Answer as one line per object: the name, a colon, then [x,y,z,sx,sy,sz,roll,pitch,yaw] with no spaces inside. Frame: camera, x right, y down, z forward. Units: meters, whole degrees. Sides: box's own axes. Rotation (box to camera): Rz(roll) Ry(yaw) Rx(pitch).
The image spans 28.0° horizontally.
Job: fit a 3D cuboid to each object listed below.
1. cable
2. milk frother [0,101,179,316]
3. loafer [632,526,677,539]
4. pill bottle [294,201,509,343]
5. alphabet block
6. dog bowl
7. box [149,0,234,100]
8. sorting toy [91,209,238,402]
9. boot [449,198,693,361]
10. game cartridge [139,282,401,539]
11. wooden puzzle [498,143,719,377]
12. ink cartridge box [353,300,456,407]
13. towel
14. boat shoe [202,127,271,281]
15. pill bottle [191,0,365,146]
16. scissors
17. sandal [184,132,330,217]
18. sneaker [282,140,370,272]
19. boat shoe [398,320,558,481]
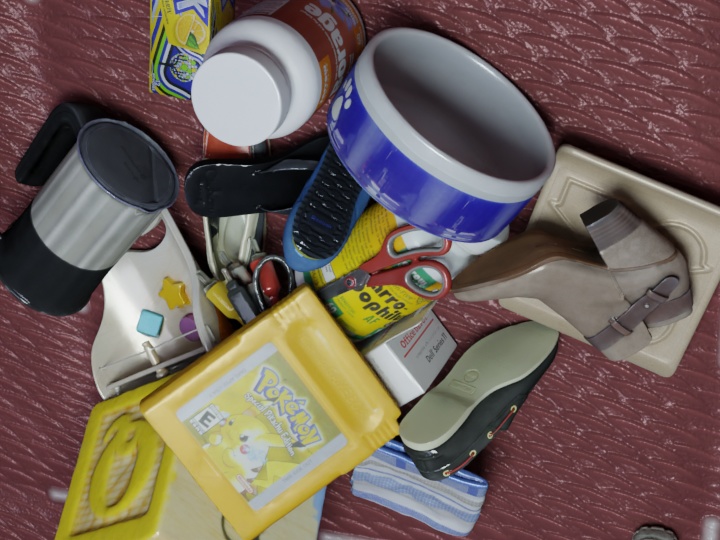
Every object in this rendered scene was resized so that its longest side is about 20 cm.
cable: [-0.082,0.062,1.443,0.097,0.050,0.200,-29,91,13]
milk frother: [-0.325,-0.067,1.455,0.181,0.200,0.188,52,124,11]
loafer: [0.306,0.366,1.524,0.070,0.070,0.201,1,115,19]
pill bottle: [0.042,-0.018,1.406,0.200,0.113,0.113,-31,102,29]
alphabet block: [-0.174,0.244,1.512,0.200,0.196,0.196,32,141,-33]
dog bowl: [0.072,-0.122,1.293,0.200,0.200,0.079,38,124,-1]
box: [-0.160,-0.268,1.381,0.064,0.070,0.201,11,119,12]
sorting toy: [-0.212,0.024,1.536,0.200,0.107,0.181,-22,90,43]
boot: [0.203,0.025,1.330,0.200,0.070,0.146,-25,118,21]
game cartridge: [-0.081,0.138,1.384,0.200,0.032,0.176,-36,105,3]
wooden puzzle: [0.247,-0.012,1.377,0.185,0.046,0.200,24,125,8]
ink cartridge box: [0.021,0.101,1.469,0.200,0.117,0.067,-34,97,31]
towel: [0.057,0.226,1.510,0.146,0.024,0.200,21,158,7]
boat shoe: [-0.133,-0.083,1.468,0.071,0.063,0.201,8,116,18]
pill bottle: [-0.075,-0.187,1.314,0.112,0.200,0.113,8,118,16]
scissors: [0.000,0.000,1.362,0.199,0.014,0.073,-8,101,30]
sandal: [-0.073,-0.084,1.420,0.199,0.043,0.076,-12,114,-2]
sneaker: [-0.017,-0.086,1.379,0.066,0.200,0.078,32,162,-6]
boat shoe: [0.122,0.125,1.422,0.074,0.201,0.063,25,147,46]
